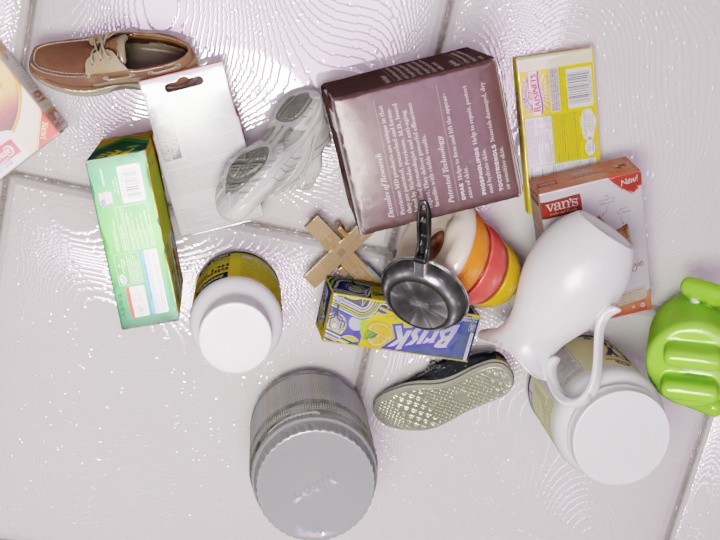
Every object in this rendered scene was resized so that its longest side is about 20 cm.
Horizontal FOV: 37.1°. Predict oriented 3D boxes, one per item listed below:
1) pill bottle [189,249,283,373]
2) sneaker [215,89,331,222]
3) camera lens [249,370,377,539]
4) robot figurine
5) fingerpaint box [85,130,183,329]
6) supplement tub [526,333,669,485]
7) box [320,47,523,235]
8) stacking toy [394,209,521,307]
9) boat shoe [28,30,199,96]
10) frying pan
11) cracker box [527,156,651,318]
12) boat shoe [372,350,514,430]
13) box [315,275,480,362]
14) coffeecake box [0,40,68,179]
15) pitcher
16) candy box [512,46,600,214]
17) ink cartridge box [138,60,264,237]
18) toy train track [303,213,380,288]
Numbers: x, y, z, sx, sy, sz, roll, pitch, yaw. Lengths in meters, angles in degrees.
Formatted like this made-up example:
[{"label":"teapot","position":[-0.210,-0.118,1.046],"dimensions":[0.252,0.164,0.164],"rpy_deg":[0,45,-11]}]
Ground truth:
[{"label":"pill bottle","position":[-0.150,0.051,1.305],"dimensions":[0.111,0.200,0.114],"rpy_deg":[-1,105,-5]},{"label":"sneaker","position":[-0.093,-0.120,1.296],"dimensions":[0.200,0.077,0.100],"rpy_deg":[-51,133,-23]},{"label":"camera lens","position":[-0.062,0.228,1.361],"dimensions":[0.158,0.200,0.162],"rpy_deg":[-1,105,-5]},{"label":"robot figurine","position":[0.428,0.100,1.383],"dimensions":[0.114,0.200,0.177],"rpy_deg":[3,108,17]},{"label":"fingerpaint box","position":[-0.267,-0.053,1.284],"dimensions":[0.073,0.167,0.202],"rpy_deg":[-10,106,-5]},{"label":"supplement tub","position":[0.304,0.176,1.383],"dimensions":[0.143,0.200,0.147],"rpy_deg":[-1,105,-5]},{"label":"box","position":[0.070,-0.160,1.289],"dimensions":[0.198,0.166,0.166],"rpy_deg":[-14,107,-1]},{"label":"stacking toy","position":[0.155,0.003,1.379],"dimensions":[0.199,0.146,0.147],"rpy_deg":[27,101,-30]},{"label":"boat shoe","position":[-0.290,-0.253,1.267],"dimensions":[0.198,0.072,0.077],"rpy_deg":[-3,68,-11]},{"label":"frying pan","position":[0.085,0.010,1.261],"dimensions":[0.114,0.031,0.191],"rpy_deg":[29,140,2]},{"label":"cracker box","position":[0.297,-0.033,1.385],"dimensions":[0.132,0.058,0.202],"rpy_deg":[-14,115,-1]},{"label":"boat shoe","position":[0.111,0.158,1.433],"dimensions":[0.198,0.062,0.075],"rpy_deg":[-22,111,16]},{"label":"box","position":[0.048,0.062,1.377],"dimensions":[0.198,0.064,0.071],"rpy_deg":[9,109,-16]},{"label":"coffeecake box","position":[-0.473,-0.202,1.273],"dimensions":[0.153,0.073,0.201],"rpy_deg":[-36,106,3]},{"label":"pitcher","position":[0.257,0.046,1.294],"dimensions":[0.121,0.171,0.201],"rpy_deg":[9,118,-53]},{"label":"candy box","position":[0.253,-0.178,1.374],"dimensions":[0.101,0.026,0.202],"rpy_deg":[-8,106,-2]},{"label":"ink cartridge box","position":[-0.193,-0.151,1.313],"dimensions":[0.108,0.050,0.202],"rpy_deg":[-14,113,-3]},{"label":"toy train track","position":[0.000,0.000,1.396],"dimensions":[0.115,0.033,0.200],"rpy_deg":[-42,112,6]}]
